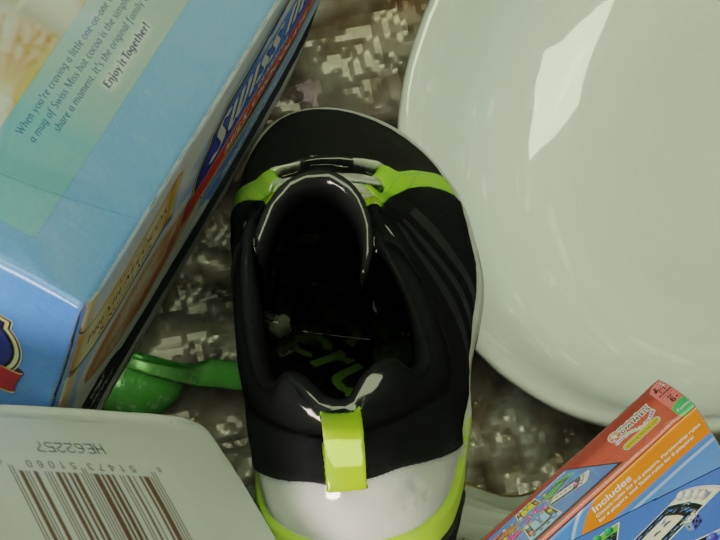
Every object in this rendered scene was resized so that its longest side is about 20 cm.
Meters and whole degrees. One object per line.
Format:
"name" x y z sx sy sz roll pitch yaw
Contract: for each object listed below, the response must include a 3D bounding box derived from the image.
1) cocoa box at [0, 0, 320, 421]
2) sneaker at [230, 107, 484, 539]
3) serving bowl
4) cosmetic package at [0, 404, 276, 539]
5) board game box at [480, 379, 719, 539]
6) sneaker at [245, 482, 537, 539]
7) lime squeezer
"cocoa box" -0.100 -0.053 0.750 0.133 0.131 0.200 27 52 1
"sneaker" 0.000 0.000 0.733 0.071 0.083 0.201 -7 37 -1
"serving bowl" 0.112 -0.042 0.811 0.199 0.066 0.201 -9 70 25
"cosmetic package" -0.105 0.132 0.695 0.101 0.201 0.074 7 36 -39
"board game box" 0.031 0.130 0.717 0.200 0.019 0.103 -41 127 -9
"sneaker" 0.025 0.105 0.786 0.199 0.076 0.088 -1 78 -4
"lime squeezer" -0.078 0.048 0.809 0.199 0.038 0.071 -20 79 -11
